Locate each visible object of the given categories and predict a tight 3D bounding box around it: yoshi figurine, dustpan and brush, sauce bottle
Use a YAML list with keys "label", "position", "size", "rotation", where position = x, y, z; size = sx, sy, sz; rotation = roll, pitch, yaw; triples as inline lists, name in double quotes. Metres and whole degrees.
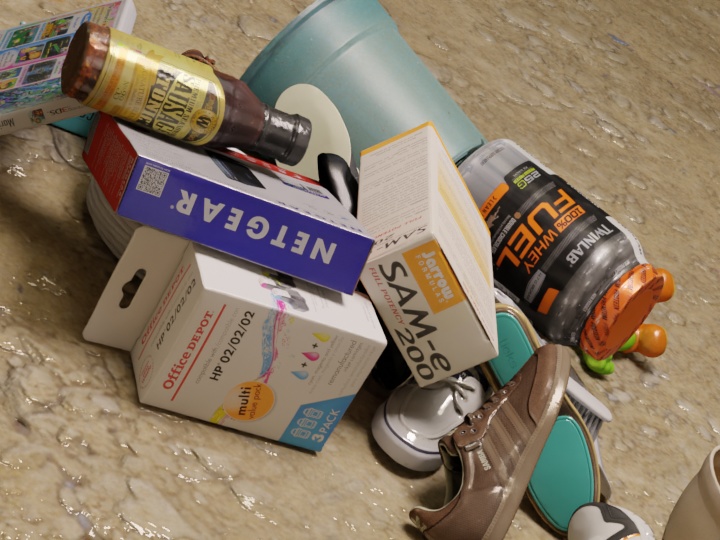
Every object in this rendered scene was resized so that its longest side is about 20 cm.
- label: "yoshi figurine"
  position: [0.225, 0.033, 1.860]
  size: [0.199, 0.112, 0.113]
  rotation: [8, 41, -35]
- label: "dustpan and brush"
  position: [0.164, 0.093, 1.673]
  size: [0.200, 0.057, 0.140]
  rotation: [41, 20, -19]
- label: "sauce bottle"
  position: [-0.132, -0.133, 1.496]
  size: [0.199, 0.066, 0.066]
  rotation: [17, 29, -22]

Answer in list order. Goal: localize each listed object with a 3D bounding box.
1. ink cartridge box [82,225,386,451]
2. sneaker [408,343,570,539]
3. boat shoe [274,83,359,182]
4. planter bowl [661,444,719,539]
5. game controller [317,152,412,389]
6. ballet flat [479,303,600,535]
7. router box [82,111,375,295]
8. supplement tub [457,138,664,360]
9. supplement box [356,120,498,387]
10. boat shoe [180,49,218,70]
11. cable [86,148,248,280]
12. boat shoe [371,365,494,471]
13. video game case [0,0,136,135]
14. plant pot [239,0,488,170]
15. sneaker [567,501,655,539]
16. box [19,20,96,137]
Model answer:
- label: "ink cartridge box"
  position: [-0.096, 0.053, 1.452]
  size: [0.199, 0.116, 0.068]
  rotation: [18, 28, -26]
- label: "sneaker"
  position: [0.104, 0.130, 1.504]
  size: [0.075, 0.071, 0.201]
  rotation: [25, 59, 0]
- label: "boat shoe"
  position: [-0.027, -0.069, 1.731]
  size: [0.063, 0.071, 0.201]
  rotation: [57, 11, -79]
- label: "planter bowl"
  position: [0.309, 0.255, 1.507]
  size: [0.200, 0.135, 0.201]
  rotation: [34, 21, -15]
- label: "game controller"
  position: [0.000, 0.000, 1.613]
  size: [0.104, 0.042, 0.201]
  rotation: [50, 21, -77]
- label: "ballet flat"
  position: [0.150, 0.120, 1.602]
  size: [0.063, 0.068, 0.201]
  rotation: [-11, 82, -85]
- label: "router box"
  position: [-0.106, -0.057, 1.495]
  size: [0.199, 0.049, 0.180]
  rotation: [19, 11, -22]
- label: "supplement tub"
  position: [0.168, -0.017, 1.737]
  size: [0.200, 0.123, 0.122]
  rotation: [39, 26, 21]
- label: "supplement box"
  position: [0.053, -0.017, 1.575]
  size: [0.127, 0.073, 0.200]
  rotation: [61, 15, -26]
- label: "boat shoe"
  position: [-0.150, -0.153, 1.623]
  size: [0.070, 0.071, 0.200]
  rotation: [11, 6, -35]
- label: "cable"
  position: [-0.135, -0.046, 1.640]
  size: [0.199, 0.070, 0.200]
  rotation: [37, 26, 14]
- label: "boat shoe"
  position: [0.073, 0.104, 1.605]
  size: [0.072, 0.066, 0.200]
  rotation: [38, 26, 13]
- label: "video game case"
  position: [-0.284, -0.162, 1.600]
  size: [0.181, 0.024, 0.200]
  rotation: [-13, 28, 8]
- label: "plant pot"
  position: [0.006, -0.137, 1.833]
  size: [0.196, 0.201, 0.200]
  rotation: [45, 28, 11]
- label: "sneaker"
  position: [0.188, 0.245, 1.477]
  size: [0.080, 0.074, 0.201]
  rotation: [19, 28, -20]
- label: "box"
  position: [-0.226, -0.154, 1.751]
  size: [0.199, 0.049, 0.083]
  rotation: [20, 28, -23]
